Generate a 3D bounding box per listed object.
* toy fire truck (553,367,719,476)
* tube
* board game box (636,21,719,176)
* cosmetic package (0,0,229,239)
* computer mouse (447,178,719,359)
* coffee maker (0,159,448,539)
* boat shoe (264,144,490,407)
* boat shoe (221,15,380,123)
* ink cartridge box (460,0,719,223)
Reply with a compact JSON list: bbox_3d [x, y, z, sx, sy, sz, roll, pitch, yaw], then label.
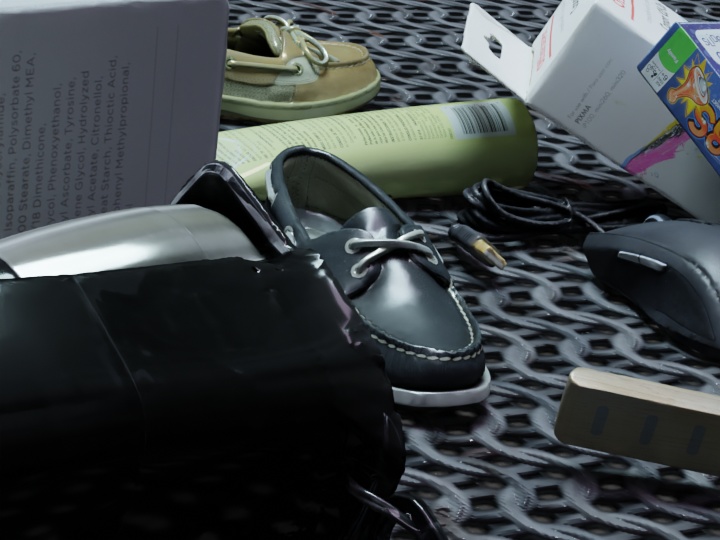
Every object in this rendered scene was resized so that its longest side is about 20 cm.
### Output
[{"bbox_3d":[0.189,0.015,0.920,0.200,0.176,0.129,-24,34,-31],"label":"toy fire truck"},{"bbox_3d":[-0.005,-0.059,1.227,0.200,0.052,0.058,-5,-18,-26],"label":"tube"},{"bbox_3d":[0.242,-0.066,1.173,0.200,0.034,0.135,-6,55,-47],"label":"board game box"},{"bbox_3d":[-0.183,-0.044,0.920,0.200,0.165,0.165,-11,26,-43],"label":"cosmetic package"},{"bbox_3d":[0.127,-0.011,1.133,0.140,0.046,0.200,2,20,-21],"label":"computer mouse"},{"bbox_3d":[-0.096,0.055,0.724,0.200,0.135,0.192,-8,26,-38],"label":"coffee maker"},{"bbox_3d":[0.000,0.000,1.029,0.076,0.060,0.200,-2,22,-28],"label":"boat shoe"},{"bbox_3d":[-0.076,-0.124,1.350,0.200,0.063,0.073,-2,21,-26],"label":"boat shoe"},{"bbox_3d":[0.153,-0.097,1.242,0.200,0.068,0.117,33,18,-7],"label":"ink cartridge box"}]
